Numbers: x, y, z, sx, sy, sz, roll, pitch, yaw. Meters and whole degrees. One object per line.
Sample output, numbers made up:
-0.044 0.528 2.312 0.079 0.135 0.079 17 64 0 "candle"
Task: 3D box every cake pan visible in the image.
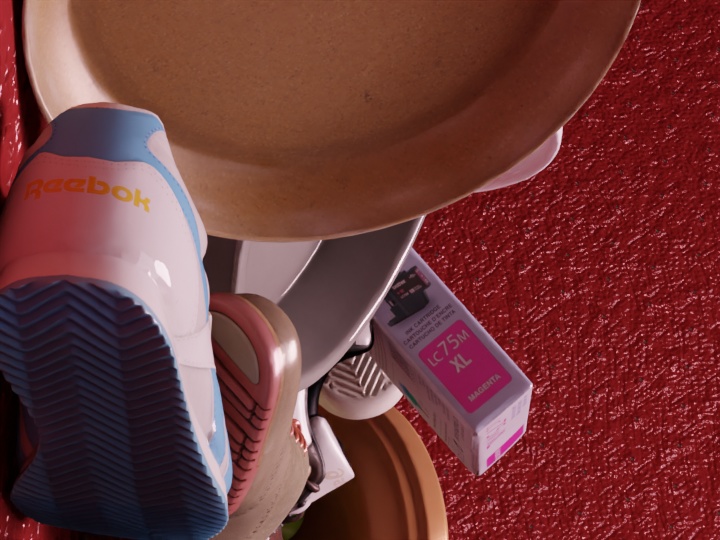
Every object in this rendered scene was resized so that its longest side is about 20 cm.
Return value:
-0.013 -0.048 0.914 0.200 0.037 0.200 -54 157 -37 "cake pan"

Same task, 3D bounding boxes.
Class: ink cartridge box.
0.000 0.000 1.062 0.042 0.200 0.119 -42 168 -7 "ink cartridge box"

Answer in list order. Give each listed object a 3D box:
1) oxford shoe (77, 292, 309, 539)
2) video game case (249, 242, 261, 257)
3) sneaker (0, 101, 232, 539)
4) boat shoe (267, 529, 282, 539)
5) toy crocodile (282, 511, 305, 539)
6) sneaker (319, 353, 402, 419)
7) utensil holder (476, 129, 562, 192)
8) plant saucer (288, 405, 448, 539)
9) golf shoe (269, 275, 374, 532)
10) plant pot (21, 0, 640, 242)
-0.052 0.062 0.870 0.075 0.070 0.200 -27 161 -32 "oxford shoe"
-0.047 -0.074 0.885 0.200 0.023 0.182 -52 155 -43 "video game case"
-0.076 0.027 0.755 0.200 0.076 0.081 96 0 -58 "sneaker"
-0.069 0.103 1.082 0.072 0.072 0.200 73 21 -64 "boat shoe"
-0.072 0.149 1.167 0.067 0.062 0.200 20 69 -50 "toy crocodile"
-0.018 -0.009 1.185 0.085 0.075 0.200 101 -22 -63 "sneaker"
0.037 -0.168 1.309 0.170 0.170 0.200 88 8 -69 "utensil holder"
-0.033 0.158 1.207 0.200 0.037 0.200 -19 -114 48 "plant saucer"
-0.055 0.095 0.986 0.078 0.094 0.200 42 65 -87 "golf shoe"
-0.008 -0.091 0.729 0.027 0.200 0.200 -110 -162 -45 "plant pot"
